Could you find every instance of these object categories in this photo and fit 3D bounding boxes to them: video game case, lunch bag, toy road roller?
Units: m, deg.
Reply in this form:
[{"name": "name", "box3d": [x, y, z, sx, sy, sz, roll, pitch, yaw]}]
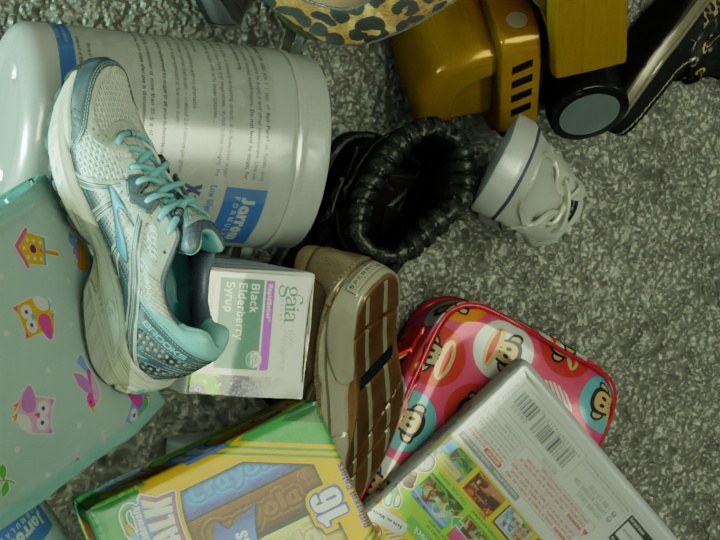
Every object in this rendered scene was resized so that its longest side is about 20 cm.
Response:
[{"name": "video game case", "box3d": [0.104, 0.191, 1.753, 0.182, 0.023, 0.200, -43, 107, -8]}, {"name": "lunch bag", "box3d": [-0.225, 0.056, 1.535, 0.200, 0.122, 0.170, -34, 102, -33]}, {"name": "lunch bag", "box3d": [0.064, 0.122, 1.784, 0.176, 0.082, 0.200, 29, 84, -19]}, {"name": "toy road roller", "box3d": [0.096, -0.171, 1.724, 0.146, 0.200, 0.123, -12, 55, -7]}]

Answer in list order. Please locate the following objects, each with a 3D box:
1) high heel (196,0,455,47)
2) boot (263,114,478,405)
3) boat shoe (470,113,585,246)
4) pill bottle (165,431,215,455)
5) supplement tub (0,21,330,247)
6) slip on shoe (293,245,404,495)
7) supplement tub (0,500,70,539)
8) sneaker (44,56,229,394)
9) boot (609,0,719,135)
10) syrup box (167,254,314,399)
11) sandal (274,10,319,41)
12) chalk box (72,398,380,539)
[{"name": "high heel", "box3d": [-0.033, -0.205, 1.624, 0.143, 0.200, 0.071, 60, 33, -54]}, {"name": "boot", "box3d": [-0.002, -0.001, 1.711, 0.079, 0.158, 0.211, 17, 87, -20]}, {"name": "boat shoe", "box3d": [0.115, -0.050, 1.727, 0.066, 0.200, 0.072, 27, 82, 6]}, {"name": "pill bottle", "box3d": [-0.082, 0.210, 1.719, 0.114, 0.114, 0.200, -1, 93, -20]}, {"name": "supplement tub", "box3d": [-0.133, -0.085, 1.664, 0.200, 0.132, 0.132, 5, 92, -19]}, {"name": "slip on shoe", "box3d": [-0.016, 0.068, 1.670, 0.076, 0.061, 0.200, -46, 150, -36]}, {"name": "supplement tub", "box3d": [-0.280, 0.140, 1.633, 0.132, 0.132, 0.200, -37, 105, -14]}, {"name": "sneaker", "box3d": [-0.120, -0.032, 1.530, 0.078, 0.086, 0.200, -12, 88, -54]}, {"name": "boot", "box3d": [0.269, -0.142, 1.851, 0.151, 0.073, 0.200, 42, 74, -18]}, {"name": "syrup box", "box3d": [-0.102, 0.031, 1.654, 0.081, 0.200, 0.079, 4, 93, -21]}, {"name": "sandal", "box3d": [-0.044, -0.243, 1.703, 0.080, 0.057, 0.201, 3, 118, 21]}, {"name": "chalk box", "box3d": [-0.100, 0.173, 1.593, 0.200, 0.125, 0.124, -24, 93, -11]}]
